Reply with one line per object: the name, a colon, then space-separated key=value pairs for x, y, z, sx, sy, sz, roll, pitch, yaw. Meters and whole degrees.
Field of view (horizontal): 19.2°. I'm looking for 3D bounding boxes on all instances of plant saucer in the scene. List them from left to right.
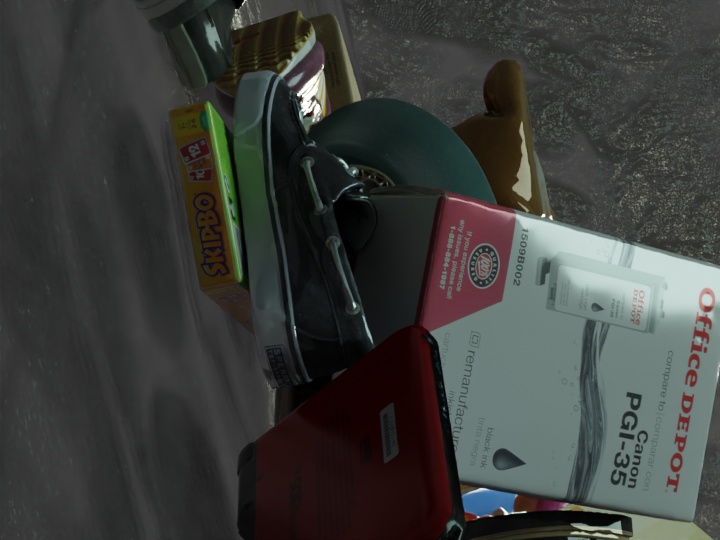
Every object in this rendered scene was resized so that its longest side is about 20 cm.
plant saucer: x=0.000 y=0.000 z=1.234 sx=0.036 sy=0.200 sz=0.200 roll=-4 pitch=77 yaw=-45

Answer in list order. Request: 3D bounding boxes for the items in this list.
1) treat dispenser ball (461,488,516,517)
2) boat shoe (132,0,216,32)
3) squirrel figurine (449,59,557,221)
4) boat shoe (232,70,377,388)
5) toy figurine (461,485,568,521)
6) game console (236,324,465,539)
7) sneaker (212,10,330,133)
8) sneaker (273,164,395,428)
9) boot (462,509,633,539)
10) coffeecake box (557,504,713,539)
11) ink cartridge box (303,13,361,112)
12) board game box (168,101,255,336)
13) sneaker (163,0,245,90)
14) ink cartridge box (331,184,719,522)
treat dispenser ball: x=0.120 y=0.264 z=1.628 sx=0.201 sy=0.201 sz=0.201 roll=-13 pitch=90 yaw=-86
boat shoe: x=-0.093 y=-0.193 z=1.047 sx=0.065 sy=0.074 sz=0.202 roll=48 pitch=26 yaw=-29
squirrel figurine: x=0.025 y=-0.012 z=1.323 sx=0.200 sy=0.186 sz=0.142 roll=-87 pitch=163 yaw=-52
boat shoe: x=-0.025 y=-0.029 z=1.101 sx=0.072 sy=0.068 sz=0.200 roll=73 pitch=7 yaw=-47
toy figurine: x=0.083 y=0.155 z=1.344 sx=0.150 sy=0.184 sz=0.200 roll=-129 pitch=-155 yaw=-60
game console: x=0.003 y=0.149 z=0.975 sx=0.119 sy=0.172 sz=0.200 roll=47 pitch=15 yaw=-20
sneaker: x=-0.049 y=-0.109 z=1.365 sx=0.200 sy=0.075 sz=0.090 roll=-86 pitch=157 yaw=-74
sneaker: x=-0.022 y=0.042 z=1.176 sx=0.076 sy=0.070 sz=0.200 roll=143 pitch=-42 yaw=-70
boot: x=0.060 y=0.204 z=1.149 sx=0.077 sy=0.200 sz=0.139 roll=148 pitch=-65 yaw=-68
coffeecake box: x=0.112 y=0.239 z=1.300 sx=0.073 sy=0.153 sz=0.200 roll=39 pitch=-56 yaw=27
ink cartridge box: x=-0.023 y=-0.059 z=1.560 sx=0.165 sy=0.075 sz=0.200 roll=74 pitch=4 yaw=-54
board game box: x=-0.066 y=-0.021 z=1.156 sx=0.200 sy=0.030 sz=0.096 roll=46 pitch=32 yaw=-77
sneaker: x=-0.064 y=-0.181 z=1.145 sx=0.075 sy=0.106 sz=0.200 roll=73 pitch=5 yaw=-45
ink cartridge box: x=0.092 y=0.047 z=1.134 sx=0.083 sy=0.200 sz=0.147 roll=3 pitch=-99 yaw=60
